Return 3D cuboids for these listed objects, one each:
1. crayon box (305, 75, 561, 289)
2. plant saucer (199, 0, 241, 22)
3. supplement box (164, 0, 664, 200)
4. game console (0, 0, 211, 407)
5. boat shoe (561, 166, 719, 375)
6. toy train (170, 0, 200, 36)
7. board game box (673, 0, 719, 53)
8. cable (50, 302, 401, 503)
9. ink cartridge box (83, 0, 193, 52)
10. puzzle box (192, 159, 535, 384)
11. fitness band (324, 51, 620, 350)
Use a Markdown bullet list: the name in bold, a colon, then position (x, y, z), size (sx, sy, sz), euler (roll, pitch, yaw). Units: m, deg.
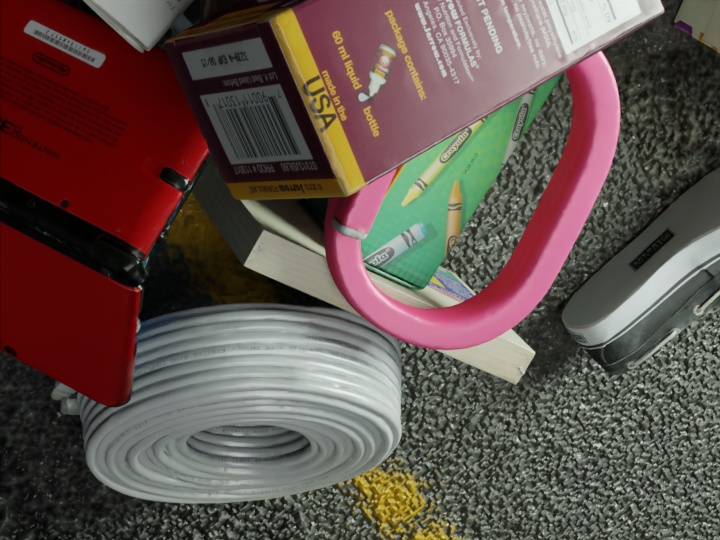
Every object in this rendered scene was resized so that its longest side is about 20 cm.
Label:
- **crayon box**: position (0.048, -0.102, 0.967), size (0.058, 0.119, 0.200), euler (26, 103, -28)
- **plant saucer**: position (-0.009, -0.170, 0.821), size (0.200, 0.037, 0.200), euler (-36, 155, -20)
- **supplement box**: position (0.026, -0.114, 0.761), size (0.200, 0.110, 0.086), euler (-32, 108, -27)
- **game console**: position (-0.182, -0.050, 0.905), size (0.200, 0.119, 0.172), euler (27, 76, 12)
- **boat shoe**: position (0.233, -0.003, 1.104), size (0.199, 0.074, 0.068), euler (-42, 116, 4)
- **toy train**: position (-0.026, -0.172, 0.930), size (0.200, 0.087, 0.114), euler (-43, 113, 3)
- **board game box**: position (0.324, -0.163, 1.044), size (0.200, 0.103, 0.105), euler (13, 109, -24)
- **cable**: position (-0.072, 0.083, 0.989), size (0.200, 0.069, 0.200), euler (10, 151, -27)
- **ink cartridge box**: position (-0.087, -0.228, 0.843), size (0.084, 0.146, 0.200), euler (39, 97, -28)
- **puzzle box**: position (0.000, 0.000, 0.990), size (0.200, 0.133, 0.025), euler (25, 101, -27)
- **fitness band**: position (0.063, -0.050, 0.900), size (0.144, 0.037, 0.200), euler (21, 101, -26)
